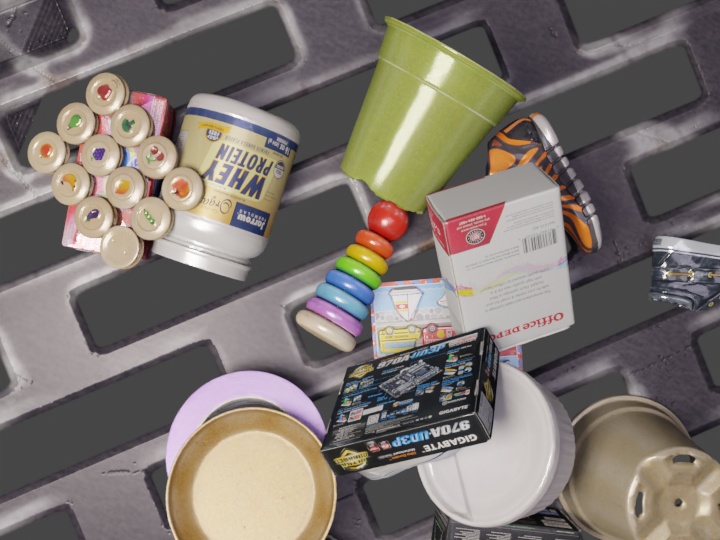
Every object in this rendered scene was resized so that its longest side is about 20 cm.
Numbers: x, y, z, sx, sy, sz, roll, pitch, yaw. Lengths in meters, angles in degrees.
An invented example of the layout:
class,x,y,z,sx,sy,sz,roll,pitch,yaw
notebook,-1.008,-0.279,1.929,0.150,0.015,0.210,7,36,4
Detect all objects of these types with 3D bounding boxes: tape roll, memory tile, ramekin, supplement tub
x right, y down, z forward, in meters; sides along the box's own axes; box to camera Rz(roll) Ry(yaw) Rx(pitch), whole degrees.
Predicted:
class,x,y,z,sx,sy,sz,roll,pitch,yaw
tape roll,-0.138,0.229,1.113,0.199,0.066,0.201,0,75,-1
memory tile,-0.286,-0.115,1.033,0.153,0.017,0.200,-41,81,7
ramekin,0.173,0.216,1.108,0.094,0.202,0.203,19,89,-47
supplement tub,-0.168,-0.100,1.092,0.144,0.144,0.201,18,89,-5

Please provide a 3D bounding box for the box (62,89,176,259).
class,x,y,z,sx,sy,sz,roll,pitch,yaw
box,-0.295,-0.118,1.104,0.095,0.100,0.201,11,89,-4

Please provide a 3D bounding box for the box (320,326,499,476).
class,x,y,z,sx,sy,sz,roll,pitch,yaw
box,0.061,0.155,1.057,0.199,0.159,0.046,-19,116,23

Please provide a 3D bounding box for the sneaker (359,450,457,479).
class,x,y,z,sx,sy,sz,roll,pitch,yaw
sneaker,0.058,0.209,1.101,0.200,0.071,0.073,-38,54,31

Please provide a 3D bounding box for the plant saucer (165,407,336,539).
class,x,y,z,sx,sy,sz,roll,pitch,yaw
plant saucer,-0.127,0.264,1.053,0.199,0.035,0.201,0,75,-1

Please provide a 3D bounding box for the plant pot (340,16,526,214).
class,x,y,z,sx,sy,sz,roll,pitch,yaw
plant pot,0.071,-0.179,1.105,0.199,0.200,0.191,29,102,-4

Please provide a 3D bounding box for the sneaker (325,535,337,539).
class,x,y,z,sx,sy,sz,roll,pitch,yaw
sneaker,-0.066,0.365,1.134,0.199,0.087,0.074,32,88,-4

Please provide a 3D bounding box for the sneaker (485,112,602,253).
class,x,y,z,sx,sy,sz,roll,pitch,yaw
sneaker,0.229,-0.097,1.167,0.112,0.078,0.201,-27,82,0

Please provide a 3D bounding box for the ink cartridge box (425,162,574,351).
class,x,y,z,sx,sy,sz,roll,pitch,yaw
ink cartridge box,0.173,-0.010,1.097,0.145,0.083,0.201,-17,121,-6

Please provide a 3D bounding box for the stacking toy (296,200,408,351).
class,x,y,z,sx,sy,sz,roll,pitch,yaw
stacking toy,0.000,0.000,1.147,0.085,0.085,0.201,31,81,-4

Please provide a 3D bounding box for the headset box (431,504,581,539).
class,x,y,z,sx,sy,sz,roll,pitch,yaw
headset box,0.176,0.410,1.150,0.173,0.093,0.201,7,92,-5

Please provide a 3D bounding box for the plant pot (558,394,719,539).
class,x,y,z,sx,sy,sz,roll,pitch,yaw
plant pot,0.366,0.271,1.121,0.199,0.183,0.202,0,91,-5

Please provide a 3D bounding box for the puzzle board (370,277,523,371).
class,x,y,z,sx,sy,sz,roll,pitch,yaw
puzzle board,0.115,0.085,1.182,0.199,0.017,0.152,-4,91,-5

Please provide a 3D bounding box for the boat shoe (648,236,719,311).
class,x,y,z,sx,sy,sz,roll,pitch,yaw
boat shoe,0.483,0.014,1.188,0.199,0.071,0.091,9,91,2
